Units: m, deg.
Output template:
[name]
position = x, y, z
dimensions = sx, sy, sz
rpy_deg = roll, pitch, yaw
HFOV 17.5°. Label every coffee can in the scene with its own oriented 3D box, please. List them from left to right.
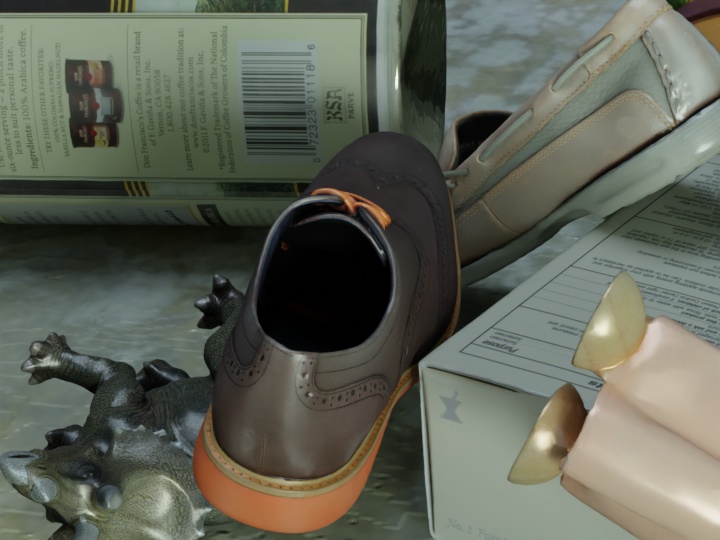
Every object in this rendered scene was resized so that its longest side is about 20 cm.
[coffee can]
position = -0.071, -0.090, 0.993
dimensions = 0.200, 0.147, 0.146
rpy_deg = 1, 28, 9

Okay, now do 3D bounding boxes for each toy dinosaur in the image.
[toy dinosaur]
position = -0.051, 0.055, 0.816
dimensions = 0.200, 0.077, 0.102
rpy_deg = -20, 43, -37

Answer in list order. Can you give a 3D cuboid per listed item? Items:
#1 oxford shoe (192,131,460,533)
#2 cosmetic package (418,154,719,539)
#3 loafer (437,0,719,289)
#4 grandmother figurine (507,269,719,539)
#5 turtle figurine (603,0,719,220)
[oxford shoe]
position = 0.000, 0.000, 0.777
dimensions = 0.071, 0.073, 0.200
rpy_deg = 15, 35, 3
[cosmetic package]
position = 0.118, 0.031, 0.815
dimensions = 0.103, 0.073, 0.200
rpy_deg = 16, 34, 34
[loafer]
position = 0.065, -0.044, 0.871
dimensions = 0.072, 0.063, 0.200
rpy_deg = -36, 5, -39
[grandmother figurine]
position = 0.143, 0.085, 0.670
dimensions = 0.200, 0.121, 0.061
rpy_deg = 29, 24, 10
[turtle figurine]
position = 0.164, -0.114, 0.980
dimensions = 0.144, 0.200, 0.194
rpy_deg = 32, 47, -17
